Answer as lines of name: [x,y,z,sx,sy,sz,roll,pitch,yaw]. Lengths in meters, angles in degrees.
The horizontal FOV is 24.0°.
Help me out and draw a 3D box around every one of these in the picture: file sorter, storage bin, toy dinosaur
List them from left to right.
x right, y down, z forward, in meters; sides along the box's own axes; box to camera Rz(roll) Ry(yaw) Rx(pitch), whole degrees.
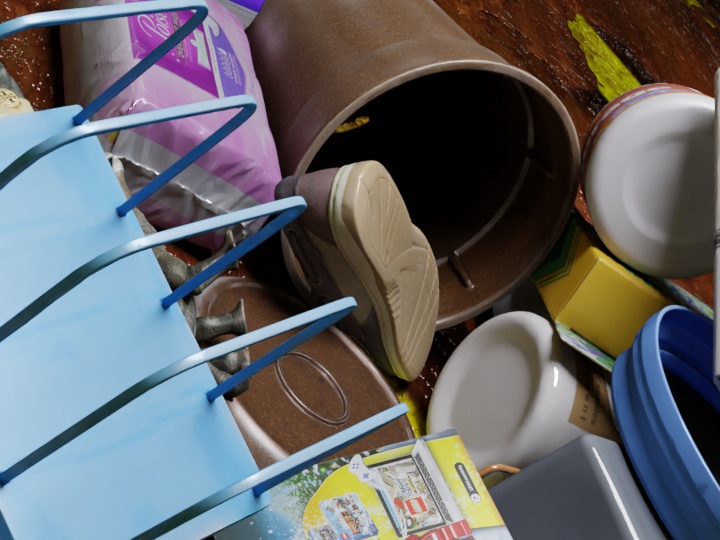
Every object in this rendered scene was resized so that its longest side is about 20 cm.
file sorter: [-0.091,0.006,0.676,0.138,0.122,0.201,-18,79,-53]
toy dinosaur: [-0.106,0.035,0.841,0.077,0.101,0.201,87,-4,-53]
storage bin: [0.120,0.156,0.897,0.199,0.134,0.146,22,38,-50]

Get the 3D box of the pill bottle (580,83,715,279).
pill bottle: [0.197,-0.063,1.098,0.112,0.112,0.200,43,10,-2]

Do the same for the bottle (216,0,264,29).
bottle: [-0.095,-0.213,1.269,0.199,0.065,0.084,15,37,-49]

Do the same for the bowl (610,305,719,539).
bowl: [0.203,0.112,0.893,0.200,0.039,0.201,41,26,-25]

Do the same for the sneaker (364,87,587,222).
sneaker: [0.078,-0.051,1.230,0.200,0.088,0.076,37,-6,30]

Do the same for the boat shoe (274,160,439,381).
boat shoe: [0.000,0.000,1.011,0.200,0.064,0.072,63,40,-58]

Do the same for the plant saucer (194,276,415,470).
plant saucer: [-0.036,0.073,0.936,0.200,0.035,0.201,35,24,-19]

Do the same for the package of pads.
package of pads: [-0.121,-0.108,1.040,0.120,0.076,0.201,30,27,-32]

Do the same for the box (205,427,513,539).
box: [0.019,0.174,0.764,0.135,0.038,0.201,-12,51,-19]

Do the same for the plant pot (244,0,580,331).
plant pot: [0.013,-0.095,1.118,0.199,0.201,0.199,26,21,-36]

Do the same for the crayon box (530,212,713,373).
crayon box: [0.177,0.031,1.066,0.125,0.052,0.200,34,11,-8]

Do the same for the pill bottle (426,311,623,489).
pill bottle: [0.147,0.115,1.061,0.199,0.114,0.115,29,27,-32]

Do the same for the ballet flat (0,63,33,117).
ballet flat: [-0.241,-0.140,0.921,0.200,0.057,0.066,49,25,10]

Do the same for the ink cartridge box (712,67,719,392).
ink cartridge box: [0.266,-0.008,0.939,0.145,0.084,0.202,31,53,-37]

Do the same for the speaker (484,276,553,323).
speaker: [0.129,0.023,1.226,0.081,0.081,0.201,36,25,-18]
